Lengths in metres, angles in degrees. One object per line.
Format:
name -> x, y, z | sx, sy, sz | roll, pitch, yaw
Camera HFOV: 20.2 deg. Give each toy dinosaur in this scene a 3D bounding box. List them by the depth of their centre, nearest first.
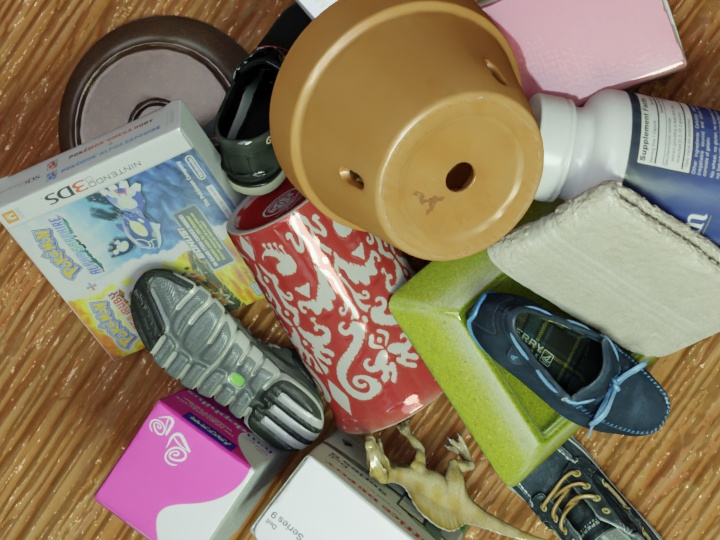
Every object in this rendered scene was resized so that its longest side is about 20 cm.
toy dinosaur -> 0.070, 0.186, 1.700 | 0.199, 0.101, 0.058 | 28, 116, -23

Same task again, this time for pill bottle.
pill bottle -> 0.225, -0.080, 1.587 | 0.198, 0.111, 0.112 | 11, 95, -8

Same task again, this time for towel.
towel -> 0.212, 0.000, 1.579 | 0.199, 0.035, 0.132 | 31, 138, -32

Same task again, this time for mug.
mug -> -0.010, 0.005, 1.689 | 0.133, 0.178, 0.201 | -21, 115, 29

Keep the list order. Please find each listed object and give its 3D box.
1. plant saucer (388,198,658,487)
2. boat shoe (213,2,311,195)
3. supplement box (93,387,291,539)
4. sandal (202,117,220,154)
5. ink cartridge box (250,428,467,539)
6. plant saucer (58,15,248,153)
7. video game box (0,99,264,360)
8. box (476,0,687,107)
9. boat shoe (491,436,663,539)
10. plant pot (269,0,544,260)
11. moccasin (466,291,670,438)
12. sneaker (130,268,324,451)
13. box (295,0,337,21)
plant saucer -> 0.153, 0.045, 1.657 | 0.200, 0.048, 0.200 | -40, 108, -17
boat shoe -> -0.067, -0.156, 1.687 | 0.073, 0.063, 0.202 | 6, 50, 18
supplement box -> -0.134, 0.166, 1.699 | 0.101, 0.200, 0.104 | 35, 98, 5
sandal -> -0.144, -0.076, 1.732 | 0.199, 0.043, 0.076 | -30, 89, 9
ink cartridge box -> 0.004, 0.215, 1.680 | 0.146, 0.200, 0.084 | 38, 97, 4
plant saucer -> -0.174, -0.123, 1.773 | 0.198, 0.034, 0.202 | 0, 93, 8
video game box -> -0.182, -0.030, 1.709 | 0.181, 0.047, 0.200 | -21, 130, 17
box -> 0.160, -0.183, 1.670 | 0.199, 0.128, 0.110 | -21, 91, 10
boat shoe -> 0.183, 0.196, 1.707 | 0.200, 0.091, 0.071 | 42, 98, 4
plant pot -> 0.048, -0.100, 1.514 | 0.199, 0.140, 0.201 | -13, 124, -20
moccasin -> 0.172, 0.084, 1.603 | 0.199, 0.068, 0.081 | 25, 83, -26
sneaker -> -0.109, 0.071, 1.731 | 0.200, 0.115, 0.075 | 44, 103, 0
box -> -0.013, -0.209, 1.659 | 0.036, 0.200, 0.145 | -40, 88, 9
